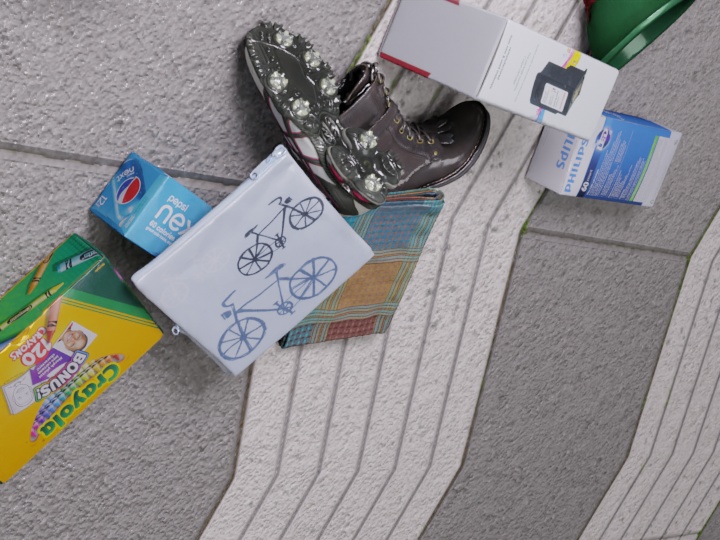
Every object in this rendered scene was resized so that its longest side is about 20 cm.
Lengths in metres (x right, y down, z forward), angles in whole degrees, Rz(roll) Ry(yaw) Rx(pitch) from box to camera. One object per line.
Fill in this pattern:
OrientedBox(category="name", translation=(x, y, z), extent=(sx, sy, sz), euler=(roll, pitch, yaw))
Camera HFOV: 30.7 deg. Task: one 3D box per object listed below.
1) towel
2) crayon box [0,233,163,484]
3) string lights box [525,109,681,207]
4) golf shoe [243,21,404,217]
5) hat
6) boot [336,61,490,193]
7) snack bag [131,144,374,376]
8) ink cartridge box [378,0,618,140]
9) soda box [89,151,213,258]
OrientedBox(category="towel", translation=(0.000, 0.000, 1.371), extent=(0.147, 0.022, 0.200), euler=(-7, 135, -32))
OrientedBox(category="crayon box", translation=(-0.286, 0.078, 1.164), extent=(0.200, 0.058, 0.119), euler=(-44, 138, -14))
OrientedBox(category="string lights box", translation=(0.298, -0.140, 1.589), extent=(0.200, 0.059, 0.103), euler=(4, 112, -45))
OrientedBox(category="golf shoe", translation=(-0.051, -0.133, 1.208), extent=(0.077, 0.088, 0.200), euler=(-39, 95, -39))
OrientedBox(category="hat", translation=(0.270, -0.332, 1.472), extent=(0.166, 0.176, 0.200), euler=(-36, 173, -24))
OrientedBox(category="boot", translation=(0.037, -0.147, 1.325), extent=(0.200, 0.069, 0.174), euler=(-43, 138, -11))
OrientedBox(category="snack bag", translation=(-0.099, -0.003, 1.210), extent=(0.189, 0.021, 0.200), euler=(-41, 141, 1))
OrientedBox(category="ink cartridge box", translation=(0.142, -0.210, 1.328), extent=(0.200, 0.146, 0.083), euler=(10, 105, -47))
OrientedBox(category="soda box", translation=(-0.153, -0.027, 1.222), extent=(0.068, 0.064, 0.200), euler=(-54, 139, -3))
